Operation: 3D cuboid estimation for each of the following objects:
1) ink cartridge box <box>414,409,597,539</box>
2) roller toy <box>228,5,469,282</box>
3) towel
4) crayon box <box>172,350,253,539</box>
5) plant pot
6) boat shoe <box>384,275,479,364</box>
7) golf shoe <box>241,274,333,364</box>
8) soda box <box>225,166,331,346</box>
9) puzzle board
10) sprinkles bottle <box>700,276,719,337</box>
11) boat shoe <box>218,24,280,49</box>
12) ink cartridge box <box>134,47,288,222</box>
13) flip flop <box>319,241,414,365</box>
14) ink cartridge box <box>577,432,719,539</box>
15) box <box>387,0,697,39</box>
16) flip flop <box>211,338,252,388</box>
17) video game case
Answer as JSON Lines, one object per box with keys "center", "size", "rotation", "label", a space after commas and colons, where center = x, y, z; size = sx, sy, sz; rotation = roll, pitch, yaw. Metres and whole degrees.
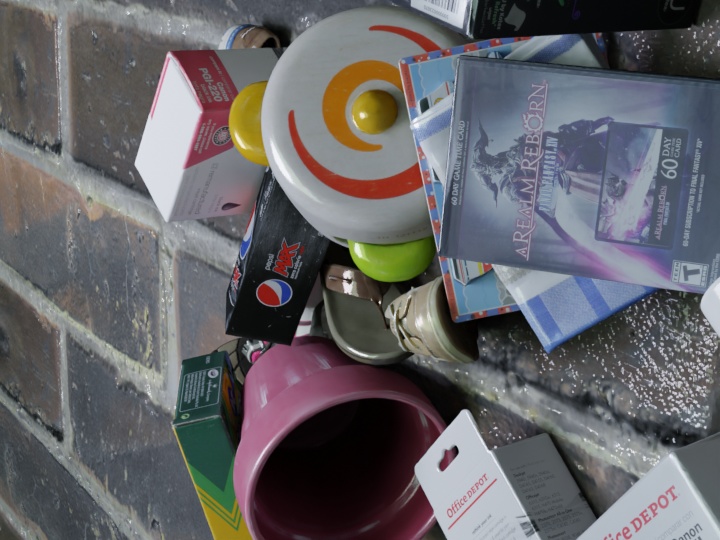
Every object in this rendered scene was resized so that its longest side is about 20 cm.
{"center": [0.134, 0.217, 1.033], "size": [0.200, 0.067, 0.116], "rotation": [62, 143, 25], "label": "ink cartridge box"}
{"center": [0.015, -0.112, 0.994], "size": [0.200, 0.182, 0.140], "rotation": [43, 178, 11], "label": "roller toy"}
{"center": [0.141, -0.060, 0.878], "size": [0.147, 0.024, 0.200], "rotation": [-31, 88, 17], "label": "towel"}
{"center": [-0.131, 0.198, 1.252], "size": [0.126, 0.052, 0.200], "rotation": [-97, -6, -64], "label": "crayon box"}
{"center": [-0.032, 0.157, 1.179], "size": [0.179, 0.200, 0.200], "rotation": [-126, 39, -59], "label": "plant pot"}
{"center": [0.056, 0.044, 1.011], "size": [0.200, 0.065, 0.072], "rotation": [-23, -84, -82], "label": "boat shoe"}
{"center": [-0.048, 0.044, 1.283], "size": [0.088, 0.077, 0.200], "rotation": [41, 135, 14], "label": "golf shoe"}
{"center": [-0.070, -0.025, 1.152], "size": [0.063, 0.071, 0.200], "rotation": [-96, 22, -51], "label": "soda box"}
{"center": [0.121, -0.073, 0.915], "size": [0.017, 0.151, 0.200], "rotation": [55, -156, -88], "label": "puzzle board"}
{"center": [0.289, 0.081, 0.759], "size": [0.200, 0.068, 0.068], "rotation": [61, 143, 27], "label": "sprinkles bottle"}
{"center": [-0.116, -0.158, 1.316], "size": [0.072, 0.072, 0.200], "rotation": [17, 112, 53], "label": "boat shoe"}
{"center": [-0.091, -0.130, 1.167], "size": [0.085, 0.200, 0.146], "rotation": [58, 141, 30], "label": "ink cartridge box"}
{"center": [0.000, 0.000, 1.152], "size": [0.058, 0.081, 0.200], "rotation": [79, 177, -58], "label": "flip flop"}
{"center": [0.248, 0.228, 0.833], "size": [0.200, 0.083, 0.145], "rotation": [61, 143, 27], "label": "ink cartridge box"}
{"center": [0.121, -0.221, 0.818], "size": [0.122, 0.200, 0.106], "rotation": [38, 129, 46], "label": "box"}
{"center": [-0.106, 0.146, 1.377], "size": [0.200, 0.081, 0.058], "rotation": [42, 151, 37], "label": "flip flop"}
{"center": [0.157, -0.066, 0.851], "size": [0.200, 0.019, 0.143], "rotation": [8, 103, 15], "label": "video game case"}
